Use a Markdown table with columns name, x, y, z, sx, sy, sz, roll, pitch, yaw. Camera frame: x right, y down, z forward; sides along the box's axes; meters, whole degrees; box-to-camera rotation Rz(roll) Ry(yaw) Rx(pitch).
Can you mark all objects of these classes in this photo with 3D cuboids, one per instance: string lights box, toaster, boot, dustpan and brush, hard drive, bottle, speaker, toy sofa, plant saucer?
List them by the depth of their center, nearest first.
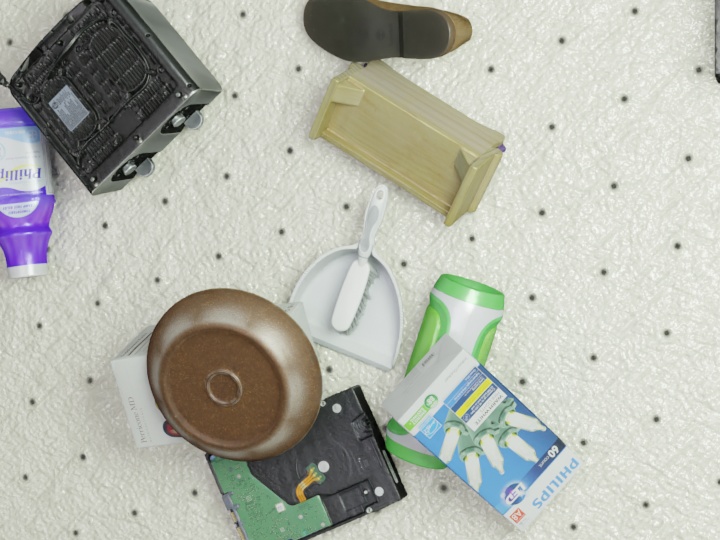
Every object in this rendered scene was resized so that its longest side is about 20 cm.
| name | x | y | z | sx | sy | sz | roll | pitch | yaw |
| --- | --- | --- | --- | --- | --- | --- | --- | --- | --- |
| string lights box | 0.130 | 0.171 | 1.595 | 0.200 | 0.059 | 0.103 | 42 | 89 | -22 |
| plant saucer | -0.140 | 0.119 | 1.614 | 0.200 | 0.037 | 0.201 | 5 | 111 | 14 |
| speaker | 0.091 | 0.109 | 1.646 | 0.088 | 0.088 | 0.201 | 20 | 98 | 15 |
| toy sofa | 0.054 | -0.143 | 1.663 | 0.200 | 0.098 | 0.083 | 33 | 124 | 12 |
| boot | 0.030 | -0.266 | 1.670 | 0.200 | 0.075 | 0.074 | 14 | 110 | 30 |
| dustpan and brush | 0.000 | 0.000 | 1.686 | 0.139 | 0.057 | 0.201 | 21 | 98 | 15 |
| hard drive | -0.063 | 0.231 | 1.727 | 0.200 | 0.038 | 0.140 | -26 | 84 | 16 |
| toaster | -0.285 | -0.210 | 1.735 | 0.181 | 0.119 | 0.200 | -43 | 81 | 13 |
| bottle | -0.404 | -0.091 | 1.800 | 0.083 | 0.065 | 0.201 | -6 | 90 | -6 |

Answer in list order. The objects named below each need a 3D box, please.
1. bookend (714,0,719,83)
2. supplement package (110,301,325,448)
| name | x | y | z | sx | sy | sz | roll | pitch | yaw |
| --- | --- | --- | --- | --- | --- | --- | --- | --- | --- |
| bookend | 0.455 | -0.292 | 1.519 | 0.198 | 0.092 | 0.201 | -1 | 91 | 15 |
| supplement package | -0.158 | 0.117 | 1.698 | 0.199 | 0.110 | 0.114 | -10 | 106 | 19 |
